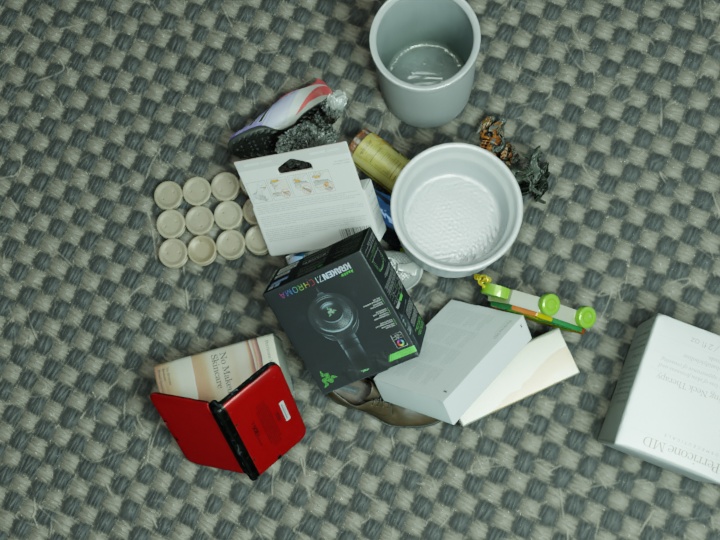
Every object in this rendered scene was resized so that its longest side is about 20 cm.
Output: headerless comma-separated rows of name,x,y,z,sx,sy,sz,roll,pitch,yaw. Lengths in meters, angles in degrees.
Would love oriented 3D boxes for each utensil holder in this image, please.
utensil holder,0.105,-0.333,1.594,0.168,0.200,0.172,-1,79,5

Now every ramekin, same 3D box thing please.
ramekin,0.144,-0.085,1.531,0.199,0.098,0.202,0,77,1

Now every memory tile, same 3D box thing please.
memory tile,-0.245,-0.087,1.671,0.198,0.017,0.155,-9,79,2

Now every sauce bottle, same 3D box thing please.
sauce bottle,0.067,-0.153,1.635,0.200,0.066,0.066,39,85,7

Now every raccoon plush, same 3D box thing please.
raccoon plush,-0.063,-0.177,1.597,0.096,0.200,0.135,-21,76,-26

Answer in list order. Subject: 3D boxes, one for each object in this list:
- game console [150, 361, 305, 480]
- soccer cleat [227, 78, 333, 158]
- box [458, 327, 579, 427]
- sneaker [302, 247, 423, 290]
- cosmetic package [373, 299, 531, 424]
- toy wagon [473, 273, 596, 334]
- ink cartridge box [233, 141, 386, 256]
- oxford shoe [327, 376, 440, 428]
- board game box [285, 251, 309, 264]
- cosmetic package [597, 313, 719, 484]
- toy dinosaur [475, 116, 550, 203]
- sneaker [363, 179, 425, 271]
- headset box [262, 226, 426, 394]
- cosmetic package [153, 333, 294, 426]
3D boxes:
game console,-0.198,0.222,1.534,0.172,0.201,0.118,-39,52,-19
soccer cleat,-0.135,-0.254,1.676,0.199,0.068,0.074,-26,55,3
box,0.230,0.168,1.549,0.199,0.095,0.078,-25,80,1
sneaker,0.000,0.000,1.567,0.198,0.082,0.075,-1,79,3
cosmetic package,0.140,0.133,1.505,0.200,0.150,0.052,-42,121,-28
toy wagon,0.254,0.051,1.511,0.199,0.155,0.040,18,86,-24
ink cartridge box,-0.078,-0.117,1.564,0.198,0.045,0.177,-7,120,23
oxford shoe,0.037,0.204,1.563,0.198,0.084,0.073,11,79,5
board game box,-0.025,0.043,1.621,0.125,0.035,0.201,-25,79,-1
cosmetic package,0.475,0.194,1.487,0.166,0.166,0.201,20,83,8
toy dinosaur,0.234,-0.151,1.622,0.135,0.102,0.202,-1,98,19
sneaker,0.067,-0.076,1.621,0.199,0.066,0.079,36,61,2
headset box,-0.018,0.067,1.486,0.173,0.093,0.201,-23,109,20
cosmetic package,-0.216,0.177,1.585,0.198,0.087,0.104,-17,78,1
